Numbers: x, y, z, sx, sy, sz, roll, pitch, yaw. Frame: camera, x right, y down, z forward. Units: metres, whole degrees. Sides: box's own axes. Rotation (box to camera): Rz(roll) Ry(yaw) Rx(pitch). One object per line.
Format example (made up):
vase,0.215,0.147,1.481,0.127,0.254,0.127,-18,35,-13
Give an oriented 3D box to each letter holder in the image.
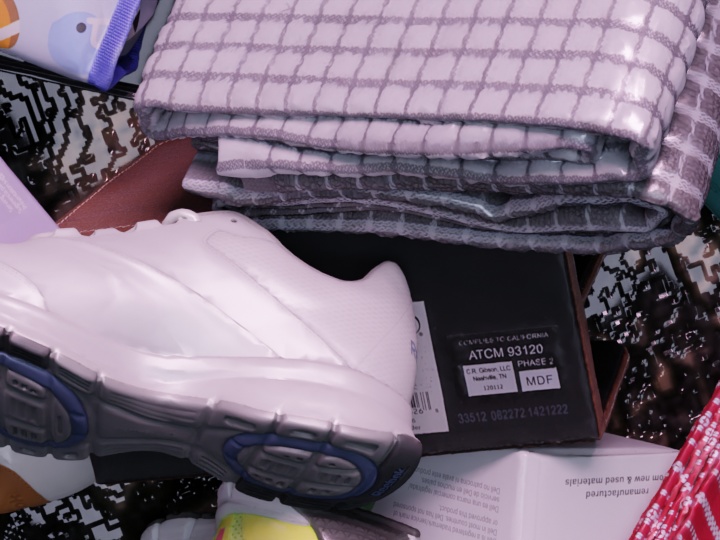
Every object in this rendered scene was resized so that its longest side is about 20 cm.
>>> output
letter holder,0.000,0.000,0.896,0.198,0.142,0.101,-7,109,18

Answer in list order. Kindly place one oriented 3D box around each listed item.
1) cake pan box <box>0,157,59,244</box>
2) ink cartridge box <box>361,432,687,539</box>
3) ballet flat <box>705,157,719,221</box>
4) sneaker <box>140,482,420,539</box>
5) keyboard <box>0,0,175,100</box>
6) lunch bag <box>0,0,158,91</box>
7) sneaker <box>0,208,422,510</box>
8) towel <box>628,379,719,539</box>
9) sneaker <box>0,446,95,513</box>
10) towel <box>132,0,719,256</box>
cake pan box,-0.221,-0.029,0.859,0.199,0.052,0.185,-28,107,39
ink cartridge box,0.044,0.159,0.913,0.087,0.145,0.202,3,93,-36
ballet flat,0.196,-0.009,0.973,0.072,0.068,0.201,-34,93,-22
sneaker,-0.038,0.135,0.873,0.078,0.200,0.091,21,68,-14
keyboard,-0.121,-0.141,0.947,0.198,0.021,0.128,13,94,-7
lunch bag,-0.129,-0.192,0.872,0.169,0.124,0.201,20,100,-4
sneaker,-0.073,0.019,0.787,0.198,0.075,0.088,15,57,-8
towel,0.146,0.131,0.890,0.201,0.022,0.145,-56,131,-24
sneaker,-0.171,0.007,0.926,0.084,0.073,0.201,-29,91,7
towel,0.037,-0.092,0.790,0.199,0.086,0.167,3,62,32
